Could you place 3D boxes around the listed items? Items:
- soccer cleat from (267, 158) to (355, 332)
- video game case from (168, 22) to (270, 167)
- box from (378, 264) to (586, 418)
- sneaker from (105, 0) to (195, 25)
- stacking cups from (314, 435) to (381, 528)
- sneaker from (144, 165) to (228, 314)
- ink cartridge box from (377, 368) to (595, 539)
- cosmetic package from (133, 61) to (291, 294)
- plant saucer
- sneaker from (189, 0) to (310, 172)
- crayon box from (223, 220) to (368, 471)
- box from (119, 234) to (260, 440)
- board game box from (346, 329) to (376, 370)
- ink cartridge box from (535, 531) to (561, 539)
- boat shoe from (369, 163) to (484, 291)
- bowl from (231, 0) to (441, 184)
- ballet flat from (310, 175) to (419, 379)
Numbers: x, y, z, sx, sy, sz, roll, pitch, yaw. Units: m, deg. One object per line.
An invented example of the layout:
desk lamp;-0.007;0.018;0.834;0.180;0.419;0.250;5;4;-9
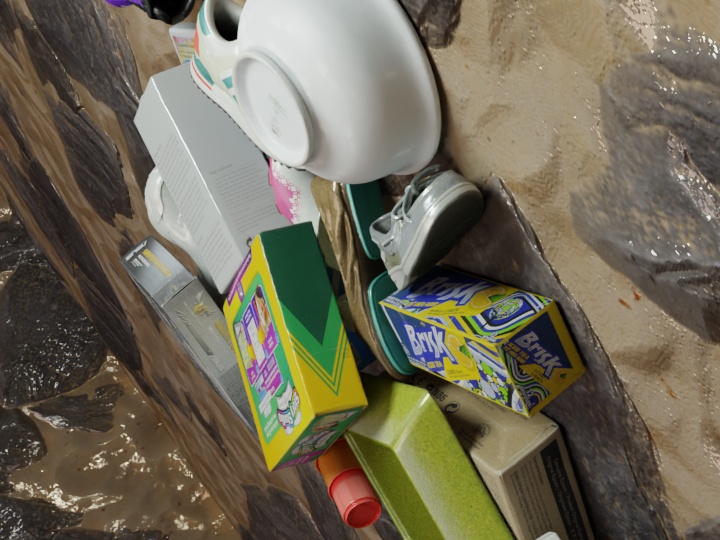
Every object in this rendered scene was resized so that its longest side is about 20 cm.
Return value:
soccer cleat;-0.014;-0.035;1.339;0.086;0.070;0.202;-5;117;46
video game case;-0.119;-0.155;1.432;0.199;0.023;0.184;22;135;63
box;0.094;0.052;1.173;0.071;0.064;0.199;62;162;-20
sneaker;-0.207;-0.277;1.407;0.100;0.069;0.200;55;164;-2
stacking cups;-0.025;0.173;1.448;0.061;0.060;0.201;74;171;-45
sneaker;-0.146;-0.031;1.505;0.099;0.078;0.201;17;147;54
ink cartridge box;0.115;0.176;1.319;0.199;0.075;0.166;34;153;50
cosmetic package;-0.140;-0.092;1.405;0.202;0.071;0.101;62;154;9
plant saucer;0.054;0.195;1.313;0.202;0.048;0.199;61;163;-12
sneaker;-0.076;-0.167;1.244;0.199;0.070;0.094;41;145;28
crayon box;-0.065;0.075;1.340;0.200;0.058;0.175;125;129;-65
box;-0.165;0.070;1.538;0.201;0.048;0.158;57;168;-28
board game box;-0.075;0.004;1.564;0.202;0.056;0.195;63;162;-19
ink cartridge box;0.155;0.330;1.195;0.145;0.084;0.201;56;162;28
boat shoe;0.044;-0.038;1.141;0.065;0.074;0.202;50;169;5
bowl;-0.036;-0.143;1.105;0.201;0.090;0.202;42;151;30
ballet flat;0.000;0.000;1.279;0.072;0.068;0.202;-7;107;45
